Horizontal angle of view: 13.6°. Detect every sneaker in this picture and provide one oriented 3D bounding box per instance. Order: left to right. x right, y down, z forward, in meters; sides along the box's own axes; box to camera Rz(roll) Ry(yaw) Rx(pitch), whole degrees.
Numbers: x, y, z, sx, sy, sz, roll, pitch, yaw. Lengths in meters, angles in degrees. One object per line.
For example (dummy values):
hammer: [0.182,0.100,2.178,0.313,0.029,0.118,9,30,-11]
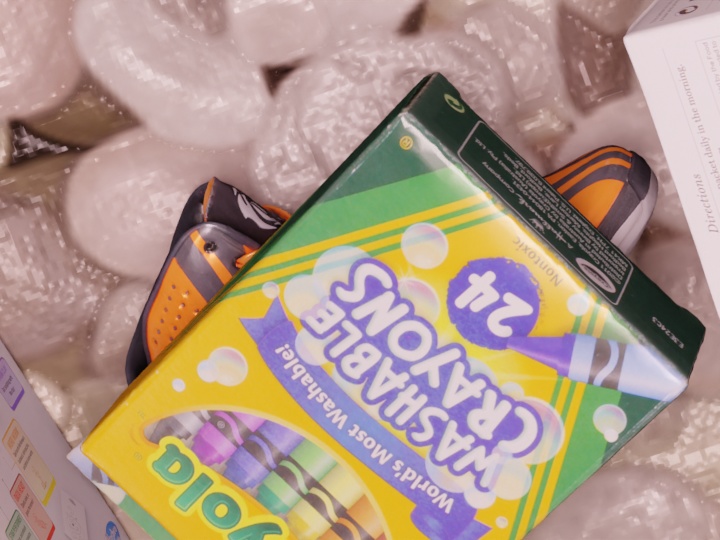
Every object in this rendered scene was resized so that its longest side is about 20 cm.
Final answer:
sneaker: [0.000,0.000,1.038,0.200,0.078,0.112,-38,101,12]

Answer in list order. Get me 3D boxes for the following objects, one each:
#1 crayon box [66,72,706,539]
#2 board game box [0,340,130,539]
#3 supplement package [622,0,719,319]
crayon box: [0.000,0.050,0.995,0.126,0.052,0.200,43,114,-4]
board game box: [-0.154,0.049,1.022,0.040,0.153,0.200,-29,101,11]
supplement package: [0.181,-0.017,0.920,0.111,0.156,0.201,-11,109,28]
